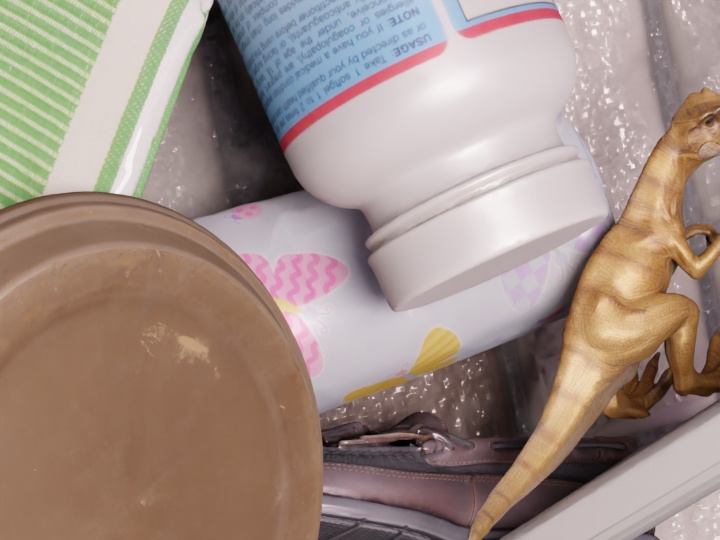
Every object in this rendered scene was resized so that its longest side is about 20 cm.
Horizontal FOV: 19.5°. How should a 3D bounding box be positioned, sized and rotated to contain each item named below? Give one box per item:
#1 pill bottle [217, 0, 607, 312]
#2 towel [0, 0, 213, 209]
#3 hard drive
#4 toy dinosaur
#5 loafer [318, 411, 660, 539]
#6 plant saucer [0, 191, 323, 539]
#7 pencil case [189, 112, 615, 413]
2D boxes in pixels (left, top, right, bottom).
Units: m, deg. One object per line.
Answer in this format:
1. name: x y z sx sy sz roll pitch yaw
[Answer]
1. pill bottle: 0.008 -0.093 0.729 0.108 0.109 0.201 -21 84 -21
2. towel: -0.165 -0.063 0.719 0.199 0.023 0.153 20 83 7
3. hard drive: 0.149 0.048 0.751 0.132 0.200 0.026 -23 78 -51
4. toy dinosaur: 0.093 0.028 0.781 0.106 0.060 0.201 37 74 -42
5. loafer: 0.032 0.085 0.826 0.199 0.072 0.063 12 67 -28
6. plant saucer: -0.083 0.075 0.678 0.199 0.029 0.202 -4 96 -42
7. pencil case: 0.000 0.000 0.798 0.199 0.083 0.091 -21 80 -21
